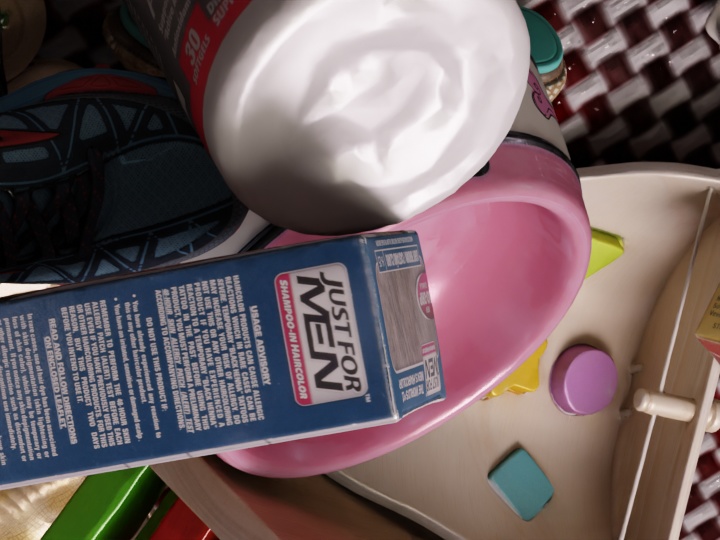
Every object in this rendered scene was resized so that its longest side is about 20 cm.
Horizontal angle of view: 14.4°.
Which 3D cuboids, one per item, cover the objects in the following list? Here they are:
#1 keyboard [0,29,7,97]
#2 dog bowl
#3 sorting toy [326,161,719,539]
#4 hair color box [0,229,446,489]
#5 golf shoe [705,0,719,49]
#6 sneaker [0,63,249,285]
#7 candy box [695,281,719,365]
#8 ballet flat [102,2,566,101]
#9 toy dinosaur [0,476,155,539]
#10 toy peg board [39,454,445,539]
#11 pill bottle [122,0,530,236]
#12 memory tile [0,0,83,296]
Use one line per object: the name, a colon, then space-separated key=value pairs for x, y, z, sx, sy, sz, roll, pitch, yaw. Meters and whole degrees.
keyboard: x=-0.179 y=-0.090 z=0.992 sx=0.126 sy=0.021 sz=0.201 roll=-5 pitch=114 yaw=-11
dog bowl: x=0.000 y=0.000 z=1.076 sx=0.199 sy=0.074 sz=0.201 roll=-25 pitch=151 yaw=-15
sorting toy: x=0.065 y=0.038 z=1.216 sx=0.179 sy=0.107 sz=0.201 roll=15 pitch=89 yaw=-20
hair color box: x=-0.080 y=0.033 z=0.914 sx=0.199 sy=0.061 sz=0.100 roll=-10 pitch=180 yaw=11
golf shoe: x=0.155 y=-0.156 z=1.116 sx=0.088 sy=0.077 sz=0.200 roll=-28 pitch=136 yaw=7
sneaker: x=-0.132 y=-0.014 z=0.959 sx=0.198 sy=0.096 sz=0.080 roll=-5 pitch=114 yaw=-1
candy box: x=0.225 y=-0.022 z=1.212 sx=0.117 sy=0.056 sz=0.201 roll=48 pitch=65 yaw=-45
ballet flat: x=-0.012 y=-0.069 z=1.110 sx=0.199 sy=0.071 sz=0.065 roll=2 pitch=137 yaw=-26
toy dinosaur: x=-0.122 y=0.104 z=1.208 sx=0.199 sy=0.058 sz=0.101 roll=-35 pitch=134 yaw=4
toy peg board: x=-0.024 y=0.144 z=1.159 sx=0.098 sy=0.199 sz=0.200 roll=-54 pitch=145 yaw=9
pill bottle: x=-0.030 y=-0.112 z=0.964 sx=0.110 sy=0.200 sz=0.111 roll=-15 pitch=133 yaw=-16
memory tile: x=-0.166 y=-0.040 z=1.038 sx=0.153 sy=0.017 sz=0.200 roll=-37 pitch=119 yaw=-2
